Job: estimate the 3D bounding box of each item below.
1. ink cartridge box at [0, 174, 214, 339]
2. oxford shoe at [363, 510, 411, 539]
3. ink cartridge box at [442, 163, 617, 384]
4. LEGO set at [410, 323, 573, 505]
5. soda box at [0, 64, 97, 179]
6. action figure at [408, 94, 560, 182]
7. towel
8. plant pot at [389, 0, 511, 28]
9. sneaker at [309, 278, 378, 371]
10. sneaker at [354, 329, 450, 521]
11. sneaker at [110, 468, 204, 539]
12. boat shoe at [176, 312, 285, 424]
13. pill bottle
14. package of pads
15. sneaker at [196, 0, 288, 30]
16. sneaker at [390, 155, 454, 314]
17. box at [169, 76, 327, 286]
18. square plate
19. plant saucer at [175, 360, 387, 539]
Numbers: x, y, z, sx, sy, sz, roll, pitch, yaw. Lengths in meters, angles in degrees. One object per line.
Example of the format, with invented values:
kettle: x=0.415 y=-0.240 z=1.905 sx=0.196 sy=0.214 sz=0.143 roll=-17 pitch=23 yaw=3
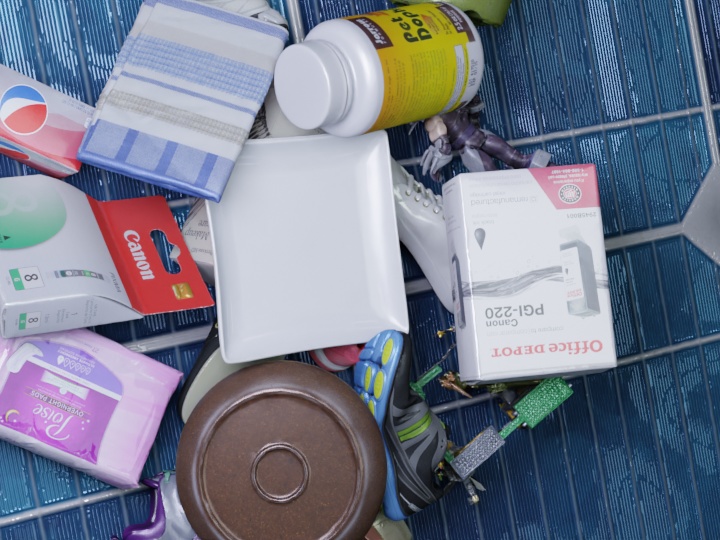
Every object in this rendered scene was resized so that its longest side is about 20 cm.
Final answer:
ink cartridge box: x=-0.246 y=-0.022 z=1.428 sx=0.198 sy=0.050 sz=0.162 roll=-9 pitch=47 yaw=-23
oxford shoe: x=-0.015 y=0.210 z=1.578 sx=0.074 sy=0.070 sz=0.202 roll=-39 pitch=108 yaw=-43
ink cartridge box: x=0.163 y=0.005 z=1.540 sx=0.144 sy=0.085 sz=0.203 roll=-5 pitch=87 yaw=-8
LEGO set: x=0.120 y=0.127 z=1.630 sx=0.154 sy=0.116 sz=0.200 roll=42 pitch=83 yaw=3
soda box: x=-0.341 y=-0.153 z=1.428 sx=0.198 sy=0.070 sz=0.064 roll=24 pitch=77 yaw=-23
action figure: x=0.116 y=-0.126 z=1.623 sx=0.200 sy=0.069 sz=0.130 roll=40 pitch=53 yaw=-3
towel: x=-0.161 y=-0.162 z=1.445 sx=0.145 sy=0.024 sz=0.202 roll=16 pitch=62 yaw=7
plant pot: x=0.105 y=-0.352 z=1.603 sx=0.198 sy=0.200 sz=0.192 roll=11 pitch=96 yaw=-24
sneaker: x=0.000 y=0.000 z=1.574 sx=0.073 sy=0.087 sz=0.203 roll=7 pitch=84 yaw=-26
sneaker: x=0.043 y=0.143 z=1.514 sx=0.082 sy=0.071 sz=0.202 roll=-15 pitch=115 yaw=-16
sneaker: x=-0.152 y=0.196 z=1.502 sx=0.087 sy=0.074 sz=0.201 roll=36 pitch=74 yaw=-14
boat shoe: x=-0.112 y=0.070 z=1.533 sx=0.202 sy=0.063 sz=0.074 roll=-54 pitch=128 yaw=-16
pill bottle: x=0.017 y=-0.189 z=1.492 sx=0.199 sy=0.109 sz=0.111 roll=-19 pitch=96 yaw=-41
package of pads: x=-0.272 y=0.111 z=1.445 sx=0.199 sy=0.075 sz=0.122 roll=26 pitch=75 yaw=-22
sneaker: x=-0.168 y=-0.208 z=1.521 sx=0.199 sy=0.075 sz=0.081 roll=-33 pitch=76 yaw=-17
sneaker: x=0.079 y=-0.055 z=1.608 sx=0.084 sy=0.073 sz=0.201 roll=-28 pitch=113 yaw=20
box: x=-0.102 y=-0.084 z=1.527 sx=0.068 sy=0.082 sz=0.202 roll=34 pitch=72 yaw=-38
square plate: x=-0.054 y=-0.025 z=1.483 sx=0.196 sy=0.028 sz=0.203 roll=-7 pitch=91 yaw=-28
plant saucer: x=-0.074 y=0.185 z=1.456 sx=0.197 sy=0.034 sz=0.203 roll=0 pitch=90 yaw=1
